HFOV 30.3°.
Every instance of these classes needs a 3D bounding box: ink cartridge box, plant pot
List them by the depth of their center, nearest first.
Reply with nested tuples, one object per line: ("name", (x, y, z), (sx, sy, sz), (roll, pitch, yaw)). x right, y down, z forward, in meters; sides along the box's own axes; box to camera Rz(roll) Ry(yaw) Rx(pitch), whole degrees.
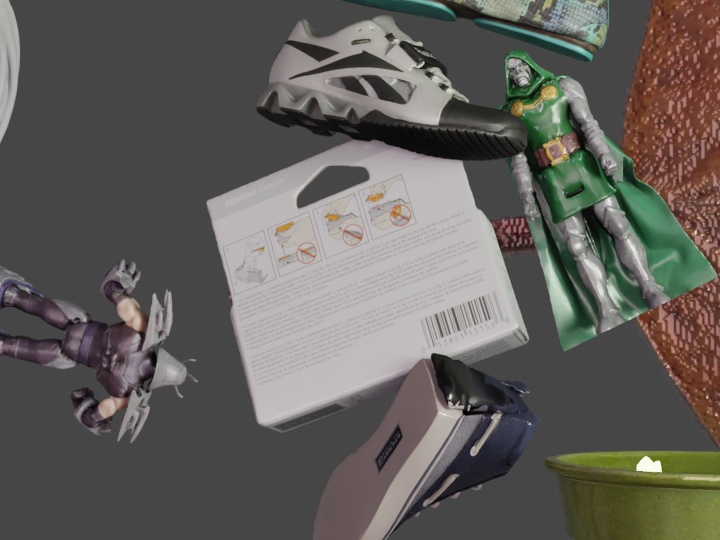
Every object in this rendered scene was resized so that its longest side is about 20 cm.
("plant pot", (0.213, 0.213, 0.817), (0.197, 0.200, 0.193), (-1, 85, 12))
("ink cartridge box", (0.000, 0.000, 0.949), (0.197, 0.044, 0.176), (-21, 70, 13))

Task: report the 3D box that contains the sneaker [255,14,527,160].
("sneaker", (0.026, -0.131, 0.912), (0.197, 0.074, 0.090), (15, 83, 21))

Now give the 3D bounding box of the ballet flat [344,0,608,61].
("ballet flat", (0.075, -0.198, 0.910), (0.197, 0.074, 0.075), (15, 96, 2))

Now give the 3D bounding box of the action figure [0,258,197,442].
("action figure", (-0.212, 0.049, 0.987), (0.197, 0.069, 0.132), (17, 90, 7))

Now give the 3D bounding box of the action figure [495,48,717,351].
("action figure", (0.145, -0.060, 0.911), (0.117, 0.055, 0.202), (-27, 83, 15))

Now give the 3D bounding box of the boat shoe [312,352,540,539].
("boat shoe", (0.046, 0.146, 0.933), (0.092, 0.075, 0.201), (14, 130, -27))

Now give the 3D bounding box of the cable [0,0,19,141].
("cable", (-0.317, -0.130, 0.928), (0.068, 0.200, 0.202), (21, 80, 15))
